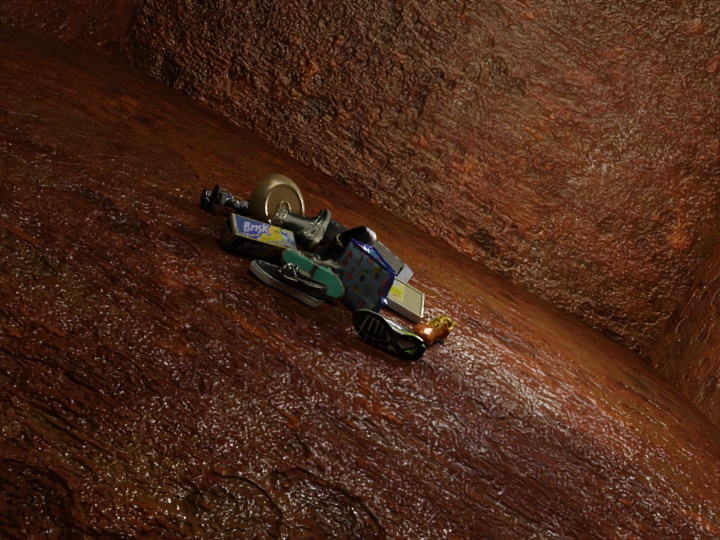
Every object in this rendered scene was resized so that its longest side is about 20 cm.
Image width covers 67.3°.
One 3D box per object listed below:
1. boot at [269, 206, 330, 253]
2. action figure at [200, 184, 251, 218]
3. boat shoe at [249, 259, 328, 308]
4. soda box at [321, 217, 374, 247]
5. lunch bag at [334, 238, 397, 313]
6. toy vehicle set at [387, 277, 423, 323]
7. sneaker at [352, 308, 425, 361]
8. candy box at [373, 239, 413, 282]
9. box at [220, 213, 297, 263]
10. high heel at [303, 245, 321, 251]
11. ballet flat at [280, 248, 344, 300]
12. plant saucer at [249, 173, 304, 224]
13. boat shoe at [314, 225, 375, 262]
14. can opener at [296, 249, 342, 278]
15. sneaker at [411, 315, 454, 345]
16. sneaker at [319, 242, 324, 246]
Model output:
[{"bbox_3d":[-0.172,-0.147,1.572,0.151,0.074,0.206,29,35,-10],"label":"boot"},{"bbox_3d":[-0.378,-0.200,1.620,0.127,0.072,0.198,9,-3,33],"label":"action figure"},{"bbox_3d":[-0.170,0.015,1.302,0.196,0.069,0.072,29,14,-1],"label":"boat shoe"},{"bbox_3d":[-0.048,-0.084,1.673,0.198,0.064,0.071,35,-20,19],"label":"soda box"},{"bbox_3d":[0.016,0.034,1.429,0.092,0.153,0.200,17,18,-35],"label":"lunch bag"},{"bbox_3d":[0.103,0.067,1.646,0.197,0.027,0.125,31,33,-8],"label":"toy vehicle set"},{"bbox_3d":[0.062,0.152,1.312,0.197,0.075,0.081,32,3,-15],"label":"sneaker"},{"bbox_3d":[0.077,-0.039,1.852,0.199,0.072,0.168,41,2,19],"label":"candy box"},{"bbox_3d":[-0.264,-0.080,1.413,0.197,0.064,0.071,15,47,-43],"label":"box"},{"bbox_3d":[-0.080,-0.031,1.629,0.196,0.069,0.096,26,25,2],"label":"high heel"},{"bbox_3d":[-0.124,0.012,1.420,0.198,0.076,0.064,37,-18,8],"label":"ballet flat"},{"bbox_3d":[-0.234,-0.182,1.597,0.197,0.206,0.035,15,-7,-43],"label":"plant saucer"},{"bbox_3d":[-0.054,-0.076,1.527,0.065,0.195,0.073,50,27,-48],"label":"boat shoe"},{"bbox_3d":[-0.137,-0.014,1.478,0.196,0.069,0.053,13,0,31],"label":"can opener"},{"bbox_3d":[0.202,0.160,1.519,0.072,0.078,0.198,36,17,24],"label":"sneaker"},{"bbox_3d":[-0.179,-0.138,1.780,0.197,0.087,0.077,32,14,15],"label":"sneaker"}]
